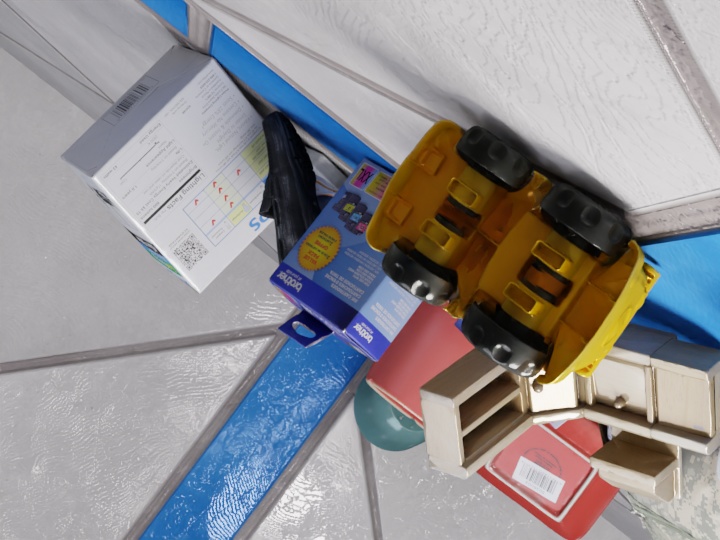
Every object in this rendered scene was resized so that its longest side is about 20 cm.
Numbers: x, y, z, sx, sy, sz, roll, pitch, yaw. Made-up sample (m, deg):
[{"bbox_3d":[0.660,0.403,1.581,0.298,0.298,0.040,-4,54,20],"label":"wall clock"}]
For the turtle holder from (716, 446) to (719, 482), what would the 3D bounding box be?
[{"bbox_3d":[0.321,0.145,1.077,0.131,0.141,0.185,35,175,33],"label":"turtle holder"}]

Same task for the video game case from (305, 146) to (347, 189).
[{"bbox_3d":[-0.039,-0.102,1.894,0.200,0.023,0.182,42,173,-38],"label":"video game case"}]

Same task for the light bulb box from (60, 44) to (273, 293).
[{"bbox_3d":[-0.203,-0.119,1.777,0.200,0.198,0.125,50,169,-30],"label":"light bulb box"}]

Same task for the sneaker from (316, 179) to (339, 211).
[{"bbox_3d":[0.002,-0.052,1.789,0.200,0.078,0.080,26,-139,-49],"label":"sneaker"}]

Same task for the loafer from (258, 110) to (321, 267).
[{"bbox_3d":[-0.083,-0.080,1.682,0.068,0.070,0.202,30,-137,-67],"label":"loafer"}]

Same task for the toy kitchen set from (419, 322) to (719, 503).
[{"bbox_3d":[0.189,0.154,1.300,0.199,0.180,0.164,14,122,40],"label":"toy kitchen set"}]

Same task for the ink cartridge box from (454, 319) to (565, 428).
[{"bbox_3d":[0.173,0.079,1.671,0.200,0.042,0.119,48,159,7],"label":"ink cartridge box"}]

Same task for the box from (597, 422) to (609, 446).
[{"bbox_3d":[0.296,0.180,1.600,0.200,0.021,0.164,43,-149,-44],"label":"box"}]

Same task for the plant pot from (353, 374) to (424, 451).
[{"bbox_3d":[0.102,0.299,3.380,0.200,0.201,0.161,38,163,-8],"label":"plant pot"}]

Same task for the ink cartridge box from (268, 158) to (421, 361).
[{"bbox_3d":[0.000,0.000,1.574,0.136,0.200,0.076,31,172,43],"label":"ink cartridge box"}]

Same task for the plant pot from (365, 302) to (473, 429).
[{"bbox_3d":[0.112,0.103,1.827,0.200,0.178,0.200,37,174,5],"label":"plant pot"}]

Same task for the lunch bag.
[{"bbox_3d":[0.335,0.189,1.415,0.200,0.139,0.168,26,149,56],"label":"lunch bag"}]

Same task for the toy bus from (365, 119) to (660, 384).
[{"bbox_3d":[0.131,-0.010,1.178,0.200,0.136,0.192,37,-170,23],"label":"toy bus"}]

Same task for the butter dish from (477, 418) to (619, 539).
[{"bbox_3d":[0.275,0.229,2.068,0.199,0.148,0.200,36,130,10],"label":"butter dish"}]
